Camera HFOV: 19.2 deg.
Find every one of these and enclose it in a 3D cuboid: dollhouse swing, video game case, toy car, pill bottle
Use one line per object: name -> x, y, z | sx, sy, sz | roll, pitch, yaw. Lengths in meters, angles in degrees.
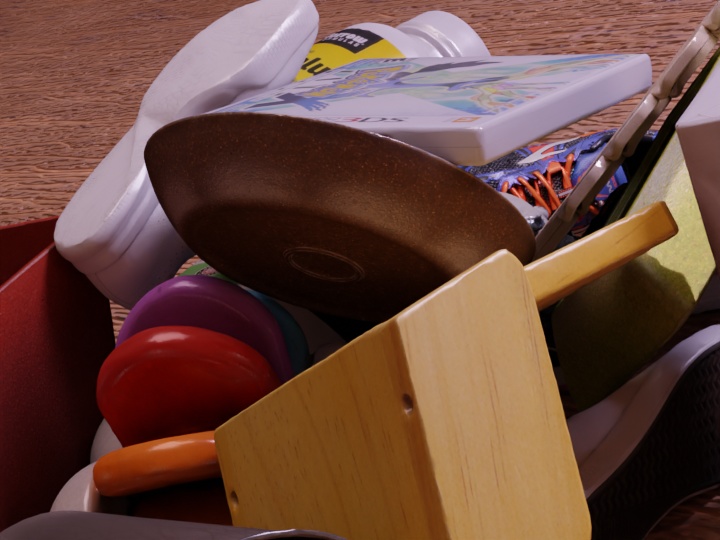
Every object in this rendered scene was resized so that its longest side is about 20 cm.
dollhouse swing -> 0.058, 0.082, 0.942 | 0.175, 0.182, 0.200 | -7, -14, -29
video game case -> 0.028, -0.085, 1.095 | 0.182, 0.022, 0.200 | 2, 15, 31
toy car -> -0.076, 0.079, 1.102 | 0.175, 0.150, 0.200 | -14, 19, 15
pill bottle -> -0.012, -0.084, 1.296 | 0.200, 0.112, 0.111 | -31, 22, -34

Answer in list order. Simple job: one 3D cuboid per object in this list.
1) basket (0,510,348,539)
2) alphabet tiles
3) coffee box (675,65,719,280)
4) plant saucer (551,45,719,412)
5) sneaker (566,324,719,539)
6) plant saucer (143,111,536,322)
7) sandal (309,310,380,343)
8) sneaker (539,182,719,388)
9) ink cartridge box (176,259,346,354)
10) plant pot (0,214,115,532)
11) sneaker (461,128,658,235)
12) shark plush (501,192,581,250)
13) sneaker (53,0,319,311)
basket -> -0.093, 0.171, 0.892 | 0.180, 0.136, 0.200 | -47, 22, -15
alphabet tiles -> 0.156, -0.085, 1.172 | 0.200, 0.015, 0.196 | -53, -3, 13
coffee box -> 0.225, 0.005, 0.932 | 0.114, 0.200, 0.080 | -8, 22, 28
plant saucer -> 0.163, -0.039, 1.081 | 0.200, 0.048, 0.200 | -58, -2, -19
sneaker -> 0.119, 0.082, 1.018 | 0.200, 0.073, 0.085 | -35, 26, -35
plant saucer -> -0.014, -0.017, 1.050 | 0.200, 0.200, 0.037 | -3, 64, 39
sandal -> 0.000, 0.000, 1.176 | 0.075, 0.200, 0.045 | -24, 30, 32
sneaker -> 0.148, -0.004, 1.215 | 0.200, 0.087, 0.080 | -26, 18, -18
ink cartridge box -> -0.014, 0.004, 1.356 | 0.146, 0.085, 0.200 | -5, 23, 35
plant pot -> -0.241, 0.099, 1.169 | 0.199, 0.177, 0.200 | -10, 20, 27
sneaker -> 0.129, -0.054, 1.345 | 0.200, 0.076, 0.078 | -24, 3, -33
shark plush -> 0.066, -0.008, 1.271 | 0.091, 0.084, 0.200 | 27, 23, 36
sneaker -> -0.080, -0.062, 1.174 | 0.200, 0.089, 0.075 | -52, 32, -15
